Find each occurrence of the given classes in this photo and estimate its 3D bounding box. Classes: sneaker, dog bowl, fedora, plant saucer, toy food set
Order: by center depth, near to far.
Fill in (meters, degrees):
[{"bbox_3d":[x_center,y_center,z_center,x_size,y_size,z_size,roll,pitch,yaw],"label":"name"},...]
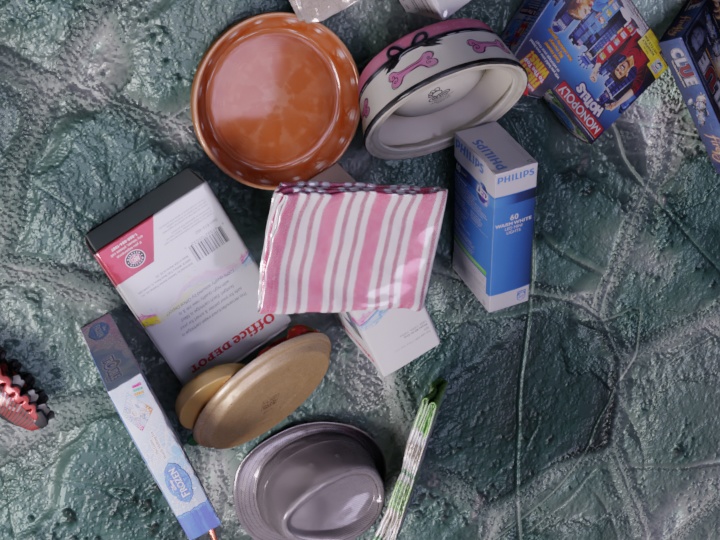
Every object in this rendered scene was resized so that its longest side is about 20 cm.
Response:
[{"bbox_3d":[-0.428,0.121,1.350,0.200,0.071,0.098,43,87,-24],"label":"sneaker"},{"bbox_3d":[0.085,-0.207,1.403,0.199,0.200,0.074,-17,72,-17],"label":"dog bowl"},{"bbox_3d":[-0.096,-0.192,1.413,0.199,0.032,0.201,-7,109,-21],"label":"plant saucer"},{"bbox_3d":[-0.119,0.136,1.437,0.200,0.049,0.198,-36,159,-13],"label":"toy food set"},{"bbox_3d":[-0.050,0.281,1.538,0.199,0.090,0.178,-10,109,-19],"label":"fedora"}]

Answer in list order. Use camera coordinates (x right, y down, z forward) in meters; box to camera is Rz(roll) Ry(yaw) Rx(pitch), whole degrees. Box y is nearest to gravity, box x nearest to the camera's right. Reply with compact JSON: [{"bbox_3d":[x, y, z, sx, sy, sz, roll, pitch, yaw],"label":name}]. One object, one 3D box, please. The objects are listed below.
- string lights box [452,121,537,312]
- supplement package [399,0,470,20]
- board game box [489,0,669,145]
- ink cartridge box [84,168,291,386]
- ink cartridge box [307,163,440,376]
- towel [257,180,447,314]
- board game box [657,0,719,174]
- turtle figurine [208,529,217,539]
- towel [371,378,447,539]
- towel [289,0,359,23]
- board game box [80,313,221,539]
[{"bbox_3d":[0.156,-0.062,1.480,0.059,0.103,0.201,-16,130,-17],"label":"string lights box"},{"bbox_3d":[0.111,-0.404,1.388,0.200,0.111,0.156,-37,116,-8],"label":"supplement package"},{"bbox_3d":[0.248,-0.261,1.514,0.200,0.062,0.200,-44,116,-4],"label":"board game box"},{"bbox_3d":[-0.194,0.011,1.405,0.145,0.083,0.200,-34,115,-10],"label":"ink cartridge box"},{"bbox_3d":[0.000,0.000,1.429,0.087,0.145,0.200,-32,124,-8],"label":"ink cartridge box"},{"bbox_3d":[-0.007,-0.020,1.311,0.199,0.030,0.147,0,116,-23],"label":"towel"},{"bbox_3d":[0.453,-0.244,1.581,0.136,0.035,0.200,-52,122,-36],"label":"board game box"},{"bbox_3d":[-0.222,0.399,1.520,0.161,0.064,0.201,-13,118,-10],"label":"turtle figurine"},{"bbox_3d":[0.061,0.239,1.553,0.031,0.149,0.201,18,98,6],"label":"towel"},{"bbox_3d":[-0.017,-0.352,1.311,0.034,0.200,0.133,-37,101,-52],"label":"towel"},{"bbox_3d":[-0.234,0.167,1.370,0.043,0.200,0.200,-28,113,-11],"label":"board game box"}]
